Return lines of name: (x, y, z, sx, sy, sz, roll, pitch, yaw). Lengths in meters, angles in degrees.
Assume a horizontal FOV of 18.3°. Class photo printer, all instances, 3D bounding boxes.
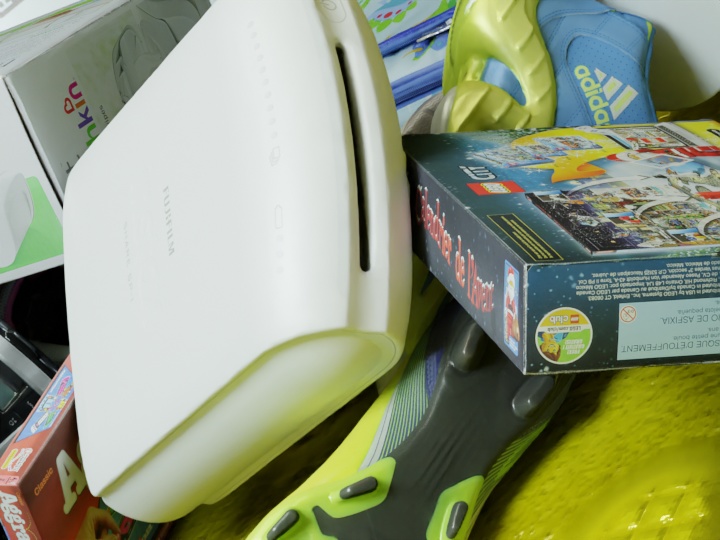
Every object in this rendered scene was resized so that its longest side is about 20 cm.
photo printer: (-0.049, -0.010, 0.884, 0.200, 0.069, 0.167, -39, 51, 50)

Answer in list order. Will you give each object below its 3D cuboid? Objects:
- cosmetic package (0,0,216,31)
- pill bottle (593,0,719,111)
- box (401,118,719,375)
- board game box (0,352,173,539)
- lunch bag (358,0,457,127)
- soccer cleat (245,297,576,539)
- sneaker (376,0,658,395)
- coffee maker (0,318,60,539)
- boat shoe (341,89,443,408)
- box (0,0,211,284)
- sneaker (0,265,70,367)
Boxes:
cosmetic package: (-0.125, -0.151, 1.338, 0.165, 0.165, 0.200, -39, 1, 0)
pill bottle: (0.159, -0.169, 1.013, 0.116, 0.117, 0.200, -20, 27, 44)
box: (0.096, -0.014, 0.797, 0.136, 0.038, 0.200, -4, 16, -11)
board game box: (-0.100, 0.066, 0.995, 0.019, 0.103, 0.200, -1, 37, 25)
lunch bag: (0.040, -0.105, 1.146, 0.199, 0.083, 0.161, -21, 30, 45)
soccer cleat: (0.015, 0.082, 0.835, 0.200, 0.065, 0.084, -49, -2, -17)
sneaker: (0.072, -0.029, 0.925, 0.076, 0.104, 0.201, 118, 166, -87)
coffee maker: (-0.234, 0.123, 1.065, 0.200, 0.135, 0.192, -49, 21, -26)
boat shoe: (0.000, 0.000, 1.014, 0.200, 0.076, 0.072, -43, 6, -9)
box: (-0.182, -0.059, 1.090, 0.199, 0.097, 0.176, -16, 17, 31)
sneaker: (-0.170, 0.016, 1.135, 0.199, 0.088, 0.082, 5, 70, 32)
